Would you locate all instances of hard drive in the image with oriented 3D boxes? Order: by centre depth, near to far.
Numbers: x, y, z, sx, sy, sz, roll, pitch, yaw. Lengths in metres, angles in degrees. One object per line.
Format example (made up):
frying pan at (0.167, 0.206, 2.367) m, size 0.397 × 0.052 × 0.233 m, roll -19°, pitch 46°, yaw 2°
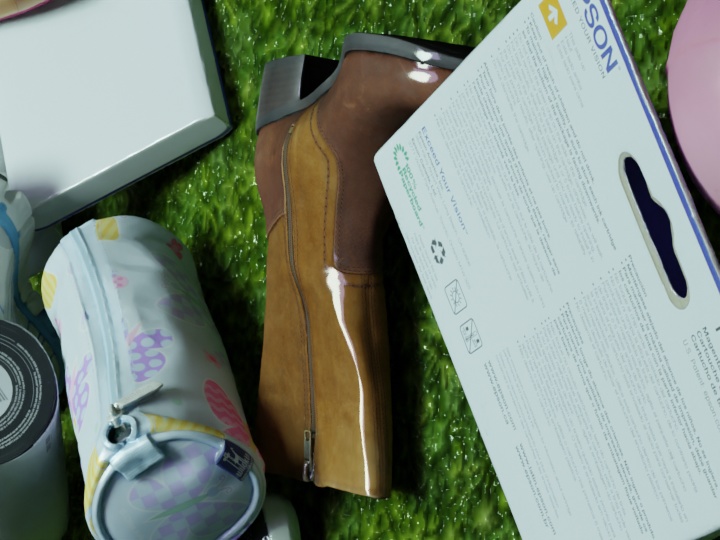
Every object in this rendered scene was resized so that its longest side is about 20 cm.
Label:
hard drive at (-0.147, -0.137, 1.201) m, size 0.131 × 0.025 × 0.201 m, roll -25°, pitch 61°, yaw 21°

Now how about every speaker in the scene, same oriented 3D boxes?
speaker at (-0.194, 0.096, 1.158) m, size 0.200 × 0.080 × 0.082 m, roll 105°, pitch 158°, yaw -67°

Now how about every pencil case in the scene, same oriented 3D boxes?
pencil case at (-0.106, 0.055, 1.071) m, size 0.083 × 0.091 × 0.201 m, roll -44°, pitch 32°, yaw 15°

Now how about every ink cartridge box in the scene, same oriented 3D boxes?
ink cartridge box at (0.088, 0.006, 0.801) m, size 0.200 × 0.043 × 0.198 m, roll -42°, pitch 66°, yaw 61°

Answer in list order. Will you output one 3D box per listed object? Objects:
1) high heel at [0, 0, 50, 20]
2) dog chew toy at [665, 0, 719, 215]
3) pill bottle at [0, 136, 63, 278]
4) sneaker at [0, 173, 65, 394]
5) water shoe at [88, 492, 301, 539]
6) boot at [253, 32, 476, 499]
high heel at (-0.253, -0.140, 1.201) m, size 0.199 × 0.067 × 0.096 m, roll -34°, pitch 48°, yaw 8°
dog chew toy at (0.168, -0.108, 0.724) m, size 0.124 × 0.124 × 0.202 m, roll -7°, pitch 71°, yaw 54°
pill bottle at (-0.229, -0.095, 1.280) m, size 0.111 × 0.110 × 0.201 m, roll -43°, pitch 52°, yaw 42°
sneaker at (-0.213, 0.034, 1.192) m, size 0.201 × 0.074 × 0.087 m, roll 81°, pitch -154°, yaw -53°
water shoe at (-0.103, 0.161, 1.090) m, size 0.200 × 0.078 × 0.072 m, roll -33°, pitch 59°, yaw 48°
boot at (0.000, 0.000, 0.981) m, size 0.188 × 0.068 × 0.202 m, roll -3°, pitch 83°, yaw 54°
